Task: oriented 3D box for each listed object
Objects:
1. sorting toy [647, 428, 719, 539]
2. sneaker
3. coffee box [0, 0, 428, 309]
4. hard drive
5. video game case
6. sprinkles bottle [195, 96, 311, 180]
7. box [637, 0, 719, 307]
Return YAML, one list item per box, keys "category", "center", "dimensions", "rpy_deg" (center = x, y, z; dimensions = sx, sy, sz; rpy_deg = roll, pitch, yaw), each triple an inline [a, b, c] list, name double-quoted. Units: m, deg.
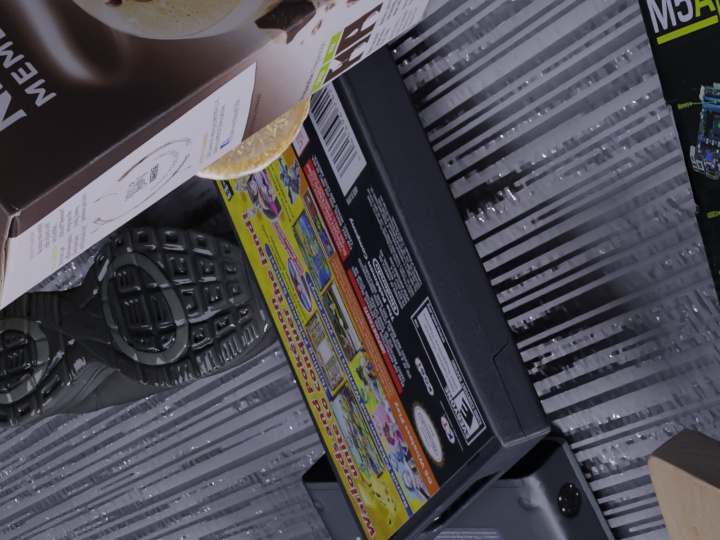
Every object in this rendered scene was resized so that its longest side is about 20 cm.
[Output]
- category: "sorting toy"
  center: [0.207, 0.149, 0.966]
  dimensions: [0.198, 0.070, 0.201]
  rpy_deg: [25, 144, 48]
- category: "sneaker"
  center: [-0.094, 0.023, 1.362]
  dimensions: [0.199, 0.091, 0.076]
  rpy_deg: [-14, 83, 44]
- category: "coffee box"
  center: [-0.079, -0.094, 1.008]
  dimensions: [0.113, 0.200, 0.080]
  rpy_deg: [48, 156, 11]
- category: "hard drive"
  center: [0.070, 0.163, 1.248]
  dimensions: [0.139, 0.033, 0.201]
  rpy_deg: [-5, 119, 46]
- category: "video game case"
  center: [0.000, 0.000, 1.140]
  dimensions: [0.201, 0.025, 0.181]
  rpy_deg: [67, 159, 13]
- category: "sprinkles bottle"
  center: [-0.089, -0.093, 1.154]
  dimensions: [0.200, 0.068, 0.068]
  rpy_deg: [34, 151, 58]
- category: "box"
  center: [0.156, -0.013, 0.791]
  dimensions: [0.200, 0.047, 0.194]
  rpy_deg: [163, 94, -68]
